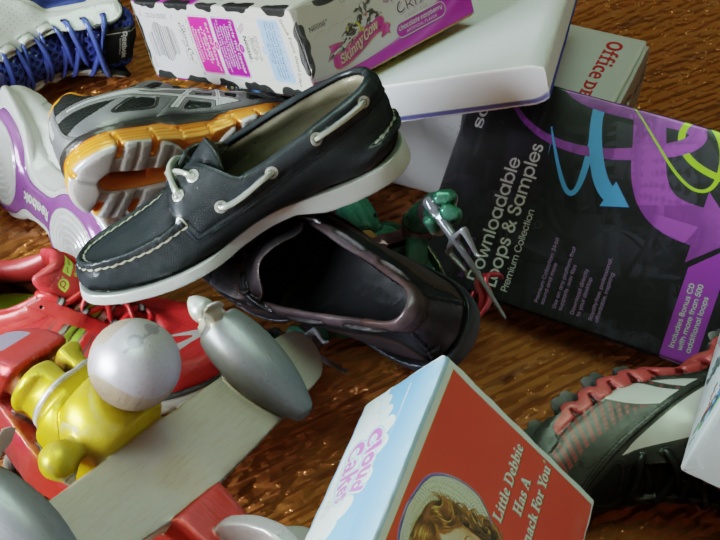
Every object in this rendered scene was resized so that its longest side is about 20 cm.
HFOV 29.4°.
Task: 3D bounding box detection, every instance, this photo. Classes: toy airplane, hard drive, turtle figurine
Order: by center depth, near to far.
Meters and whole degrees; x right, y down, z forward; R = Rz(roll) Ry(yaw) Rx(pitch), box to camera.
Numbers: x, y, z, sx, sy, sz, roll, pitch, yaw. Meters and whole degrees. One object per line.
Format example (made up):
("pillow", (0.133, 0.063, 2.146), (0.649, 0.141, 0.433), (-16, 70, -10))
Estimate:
("toy airplane", (-0.105, 0.091, 0.675), (0.198, 0.142, 0.200), (1, 35, -12))
("turtle figurine", (0.000, 0.000, 0.832), (0.150, 0.101, 0.200), (-47, 62, 7))
("hard drive", (0.069, -0.152, 0.893), (0.131, 0.025, 0.200), (-5, 29, 18))

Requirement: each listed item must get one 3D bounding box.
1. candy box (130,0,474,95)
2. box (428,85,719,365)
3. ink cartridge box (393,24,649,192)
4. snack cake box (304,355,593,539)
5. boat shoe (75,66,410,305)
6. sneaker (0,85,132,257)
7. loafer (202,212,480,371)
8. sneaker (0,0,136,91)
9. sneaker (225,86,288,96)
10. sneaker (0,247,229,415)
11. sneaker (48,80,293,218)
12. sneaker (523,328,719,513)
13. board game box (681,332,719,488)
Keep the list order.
("candy box", (-0.042, -0.173, 0.903), (0.136, 0.061, 0.200), (-32, 27, -27))
("box", (0.146, -0.034, 0.858), (0.199, 0.036, 0.144), (18, 87, 19))
("ink cartridge box", (0.090, -0.120, 0.986), (0.199, 0.083, 0.147), (17, 42, 17))
("snack cake box", (0.030, 0.152, 0.627), (0.115, 0.067, 0.200), (43, 41, -14))
("boat shoe", (-0.072, -0.049, 0.750), (0.199, 0.060, 0.076), (-29, 33, -7))
("sneaker", (-0.183, -0.059, 0.923), (0.099, 0.075, 0.200), (-12, 45, -38))
("loafer", (-0.027, -0.002, 0.756), (0.199, 0.063, 0.072), (20, 85, 35))
("sneaker", (-0.236, -0.175, 1.037), (0.115, 0.081, 0.200), (11, 39, 13))
("sneaker", (-0.069, -0.136, 1.011), (0.072, 0.072, 0.200), (0, 42, -15))
("sneaker", (-0.162, 0.028, 0.793), (0.199, 0.085, 0.077), (5, 41, 4))
("sneaker", (-0.106, -0.089, 0.874), (0.199, 0.078, 0.077), (-7, 44, -39))
("sneaker", (0.177, 0.094, 0.744), (0.200, 0.071, 0.098), (-17, 41, -24))
("board game box", (0.259, 0.057, 0.703), (0.147, 0.064, 0.200), (25, 33, 9))
